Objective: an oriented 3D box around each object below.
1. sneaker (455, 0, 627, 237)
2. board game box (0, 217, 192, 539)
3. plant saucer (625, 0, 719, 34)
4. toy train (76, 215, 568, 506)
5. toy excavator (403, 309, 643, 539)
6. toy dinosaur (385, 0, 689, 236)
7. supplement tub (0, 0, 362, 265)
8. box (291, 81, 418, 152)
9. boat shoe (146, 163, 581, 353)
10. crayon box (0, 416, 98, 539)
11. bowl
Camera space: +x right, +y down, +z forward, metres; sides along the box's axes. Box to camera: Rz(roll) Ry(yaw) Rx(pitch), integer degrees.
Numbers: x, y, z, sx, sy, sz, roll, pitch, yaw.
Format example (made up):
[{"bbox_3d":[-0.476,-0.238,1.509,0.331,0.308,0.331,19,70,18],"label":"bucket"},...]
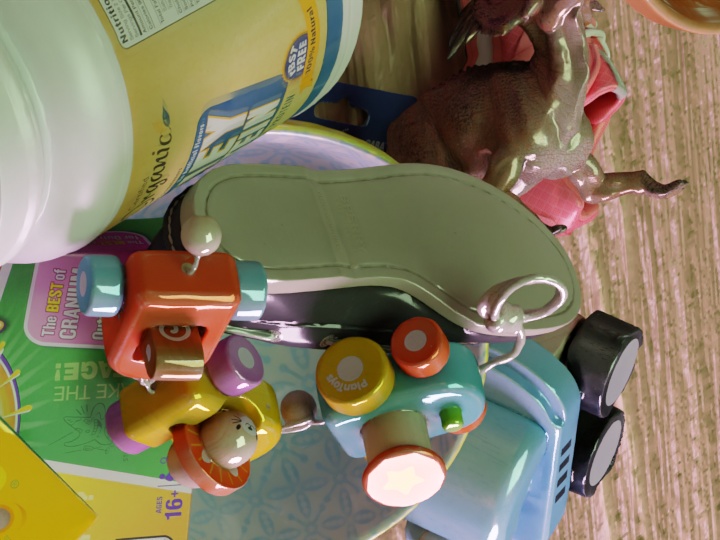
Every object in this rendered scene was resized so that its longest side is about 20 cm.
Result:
[{"bbox_3d":[0.094,-0.104,1.443,0.074,0.087,0.201,27,68,-56],"label":"sneaker"},{"bbox_3d":[-0.162,0.060,1.184,0.199,0.040,0.154,-3,110,-26],"label":"board game box"},{"bbox_3d":[0.148,-0.200,1.245,0.200,0.032,0.201,-18,115,-46],"label":"plant saucer"},{"bbox_3d":[-0.021,0.044,1.143,0.199,0.150,0.056,4,57,-24],"label":"toy train"},{"bbox_3d":[0.042,0.122,1.446,0.200,0.100,0.195,-51,157,-36],"label":"toy excavator"},{"bbox_3d":[0.055,-0.066,1.365,0.086,0.200,0.136,-6,66,-61],"label":"toy dinosaur"},{"bbox_3d":[-0.110,-0.091,1.133,0.200,0.144,0.145,-34,127,-41],"label":"supplement tub"},{"bbox_3d":[-0.018,0.011,1.412,0.121,0.032,0.201,6,97,-51],"label":"box"},{"bbox_3d":[0.000,0.000,1.202,0.200,0.063,0.073,7,58,-37],"label":"boat shoe"},{"bbox_3d":[-0.225,0.084,1.102,0.173,0.058,0.200,-45,123,-5],"label":"crayon box"},{"bbox_3d":[-0.050,0.020,1.296,0.199,0.108,0.201,-2,108,-7],"label":"bowl"}]
